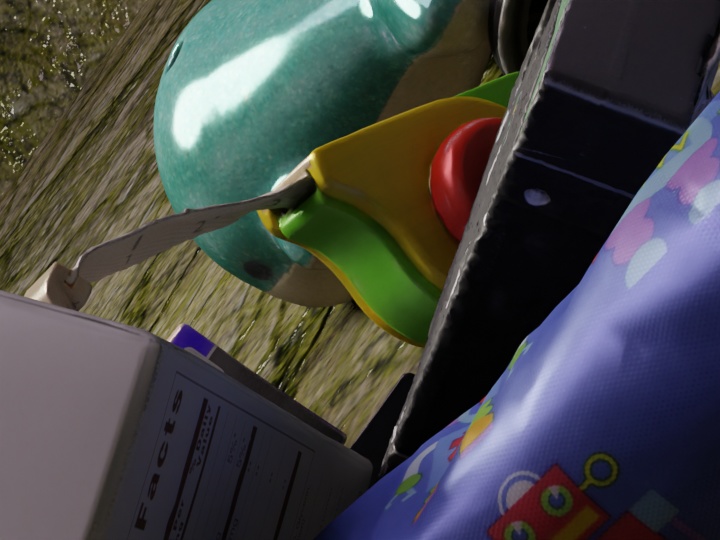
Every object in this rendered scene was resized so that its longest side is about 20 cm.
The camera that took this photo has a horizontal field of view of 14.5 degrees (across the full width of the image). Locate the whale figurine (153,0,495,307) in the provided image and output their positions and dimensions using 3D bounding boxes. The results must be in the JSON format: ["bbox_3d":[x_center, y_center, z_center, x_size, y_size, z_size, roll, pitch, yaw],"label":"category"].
[{"bbox_3d":[-0.011,-0.074,1.017,0.200,0.103,0.160,127,164,-58],"label":"whale figurine"}]

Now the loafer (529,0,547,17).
[{"bbox_3d":[0.066,-0.130,1.079,0.071,0.073,0.200,-24,2,-17],"label":"loafer"}]

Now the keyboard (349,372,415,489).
[{"bbox_3d":[-0.029,0.120,0.771,0.200,0.040,0.104,-54,-12,-1],"label":"keyboard"}]

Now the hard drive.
[{"bbox_3d":[0.054,-0.035,0.679,0.200,0.038,0.140,108,-178,-56],"label":"hard drive"}]

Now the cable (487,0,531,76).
[{"bbox_3d":[0.077,-0.147,0.894,0.201,0.097,0.050,-69,27,14],"label":"cable"}]

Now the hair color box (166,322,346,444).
[{"bbox_3d":[-0.075,0.090,0.883,0.110,0.065,0.200,-56,5,-15],"label":"hair color box"}]

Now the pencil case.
[{"bbox_3d":[0.050,0.039,0.547,0.200,0.078,0.087,-49,5,21],"label":"pencil case"}]

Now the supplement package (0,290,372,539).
[{"bbox_3d":[-0.085,0.070,0.634,0.200,0.116,0.118,41,-114,-73],"label":"supplement package"}]

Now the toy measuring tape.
[{"bbox_3d":[0.000,0.000,0.802,0.199,0.074,0.074,-24,-8,-36],"label":"toy measuring tape"}]
